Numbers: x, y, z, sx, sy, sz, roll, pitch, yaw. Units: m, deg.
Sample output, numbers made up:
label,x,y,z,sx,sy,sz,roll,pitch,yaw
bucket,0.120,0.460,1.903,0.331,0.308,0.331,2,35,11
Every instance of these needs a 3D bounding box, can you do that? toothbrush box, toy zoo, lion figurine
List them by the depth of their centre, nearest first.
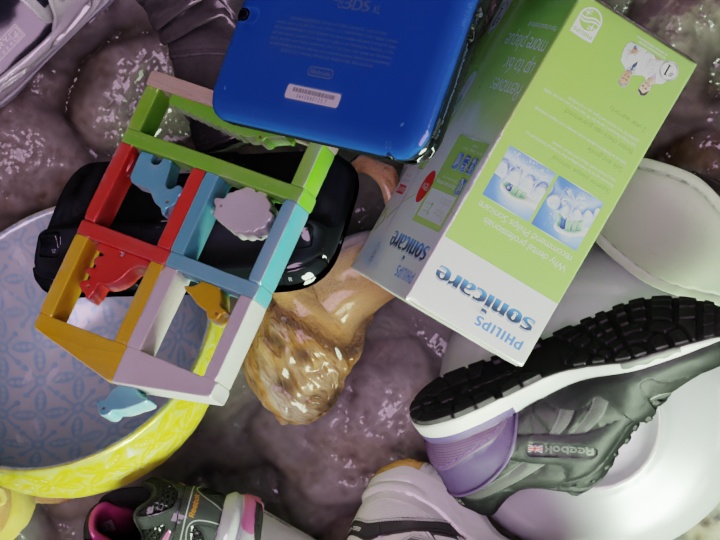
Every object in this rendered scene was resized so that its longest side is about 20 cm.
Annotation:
label,x,y,z,sx,sy,sz,roll,pitch,yaw
toy zoo,-0.107,-0.007,1.597,0.131,0.020,0.201,20,80,28
toothbrush box,0.091,-0.059,1.601,0.086,0.146,0.201,29,91,-15
lion figurine,0.000,0.000,1.691,0.200,0.072,0.123,-35,97,10

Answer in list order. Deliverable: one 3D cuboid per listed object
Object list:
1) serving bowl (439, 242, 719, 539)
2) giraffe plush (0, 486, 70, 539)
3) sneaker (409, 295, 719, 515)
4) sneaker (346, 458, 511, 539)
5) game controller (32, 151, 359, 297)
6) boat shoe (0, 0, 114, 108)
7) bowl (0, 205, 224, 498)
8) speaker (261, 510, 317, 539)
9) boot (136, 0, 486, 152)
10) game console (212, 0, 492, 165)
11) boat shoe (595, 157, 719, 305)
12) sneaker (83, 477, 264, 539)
label,x,y,z,sx,sy,sz,roll,pitch,yaw
serving bowl,0.144,0.086,1.689,0.199,0.066,0.201,1,100,7
giraffe plush,-0.251,0.181,1.724,0.172,0.200,0.163,16,85,-19
sneaker,0.136,0.082,1.630,0.199,0.076,0.088,-19,112,14
sneaker,0.077,0.204,1.696,0.199,0.088,0.076,32,147,1
game controller,-0.099,-0.029,1.650,0.199,0.105,0.042,-1,130,23
boat shoe,-0.192,-0.171,1.688,0.073,0.065,0.200,36,103,0
bowl,-0.164,0.067,1.695,0.199,0.201,0.108,-16,140,11
speaker,-0.001,0.228,1.729,0.199,0.081,0.082,29,103,1
boot,-0.035,-0.164,1.671,0.199,0.070,0.132,-20,86,2
game console,0.036,-0.138,1.557,0.118,0.200,0.172,22,86,-39
boat shoe,0.220,-0.016,1.662,0.200,0.061,0.072,27,108,2
sneaker,-0.136,0.170,1.695,0.086,0.081,0.200,26,141,-19
